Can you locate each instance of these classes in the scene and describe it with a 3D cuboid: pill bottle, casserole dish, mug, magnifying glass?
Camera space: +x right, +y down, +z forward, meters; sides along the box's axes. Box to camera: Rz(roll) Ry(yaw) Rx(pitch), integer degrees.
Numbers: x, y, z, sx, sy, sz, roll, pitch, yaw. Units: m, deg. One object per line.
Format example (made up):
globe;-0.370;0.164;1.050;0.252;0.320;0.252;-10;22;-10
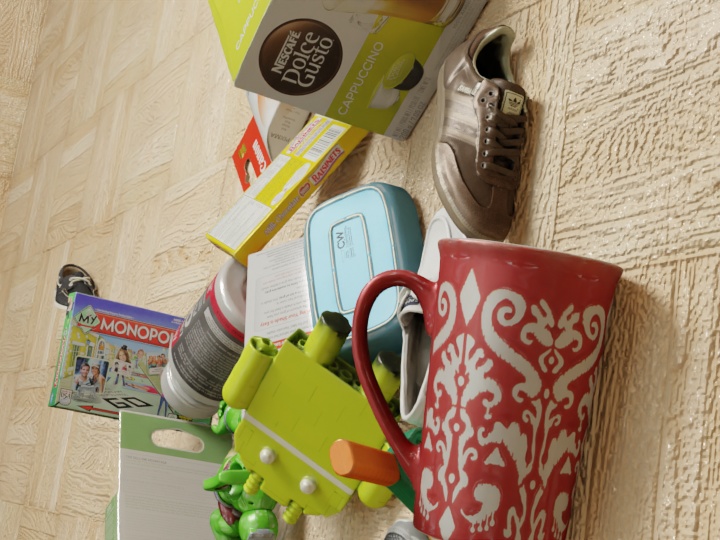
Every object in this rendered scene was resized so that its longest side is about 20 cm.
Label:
pill bottle;-0.147;0.081;1.332;0.200;0.109;0.112;-50;37;40
casserole dish;0.000;0.000;1.107;0.120;0.039;0.203;-21;56;22
mug;0.088;0.086;0.853;0.176;0.133;0.203;6;87;39
magnifying glass;0.030;0.149;0.890;0.022;0.199;0.081;-25;67;20

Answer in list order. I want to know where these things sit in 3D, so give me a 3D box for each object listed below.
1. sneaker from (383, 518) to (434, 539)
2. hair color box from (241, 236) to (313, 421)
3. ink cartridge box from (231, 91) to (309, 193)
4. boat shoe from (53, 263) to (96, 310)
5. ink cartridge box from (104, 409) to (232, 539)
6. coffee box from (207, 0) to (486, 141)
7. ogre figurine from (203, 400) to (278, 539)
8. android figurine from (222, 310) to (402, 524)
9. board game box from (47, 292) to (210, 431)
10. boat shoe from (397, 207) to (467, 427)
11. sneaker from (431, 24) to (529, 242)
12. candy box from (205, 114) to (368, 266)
sneaker;0.022;0.296;0.943;0.078;0.076;0.203;-28;52;57
hair color box;-0.055;0.072;1.172;0.110;0.064;0.203;-16;58;29
ink cartridge box;-0.124;-0.191;1.488;0.201;0.050;0.163;-58;31;24
boat shoe;-0.484;0.031;2.049;0.200;0.073;0.061;-152;74;-71
ink cartridge box;-0.207;0.261;1.320;0.048;0.144;0.202;-51;35;39
coffee box;-0.018;-0.282;1.166;0.201;0.195;0.201;-59;31;29
ogre figurine;-0.116;0.225;1.222;0.120;0.097;0.203;134;153;-62
android figurine;-0.040;0.139;1.065;0.201;0.181;0.041;-58;-8;25
board game box;-0.266;0.115;1.444;0.029;0.198;0.137;-12;66;57
boat shoe;0.064;0.034;1.000;0.073;0.065;0.203;-36;47;51
sneaker;0.104;-0.119;0.995;0.075;0.070;0.203;-42;42;45
candy box;-0.078;-0.094;1.281;0.200;0.026;0.102;-48;25;-8
